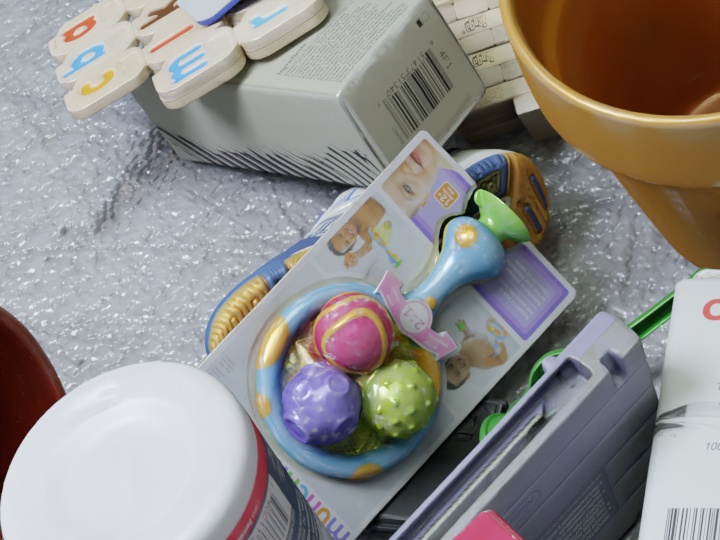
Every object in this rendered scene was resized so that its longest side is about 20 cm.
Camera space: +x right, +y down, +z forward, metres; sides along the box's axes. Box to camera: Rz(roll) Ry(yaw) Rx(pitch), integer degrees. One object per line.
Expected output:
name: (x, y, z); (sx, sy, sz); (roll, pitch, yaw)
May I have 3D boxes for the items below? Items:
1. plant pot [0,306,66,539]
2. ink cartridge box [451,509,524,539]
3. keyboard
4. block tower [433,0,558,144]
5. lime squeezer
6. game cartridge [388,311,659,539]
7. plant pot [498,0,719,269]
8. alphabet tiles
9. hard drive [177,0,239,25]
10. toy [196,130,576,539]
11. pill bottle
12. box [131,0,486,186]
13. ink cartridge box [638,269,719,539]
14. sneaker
plant pot: (-0.264, 0.124, 1.368); (0.194, 0.201, 0.202); (-8, 53, 25)
ink cartridge box: (0.104, 0.218, 1.182); (0.084, 0.145, 0.200); (-40, 52, -9)
keyboard: (-0.020, 0.073, 1.414); (0.199, 0.021, 0.128); (5, 59, 22)
block tower: (0.056, -0.165, 1.489); (0.057, 0.054, 0.201); (-18, 74, 11)
lime squeezer: (0.093, 0.075, 1.347); (0.200, 0.038, 0.070); (-45, 27, -17)
game cartridge: (0.063, 0.125, 1.274); (0.038, 0.130, 0.200); (36, 73, 28)
plant pot: (0.184, -0.097, 1.355); (0.199, 0.184, 0.201); (-9, 54, 13)
alphabet tiles: (-0.077, -0.150, 1.500); (0.195, 0.015, 0.200); (-31, 29, 3)
hard drive: (-0.030, -0.226, 1.491); (0.132, 0.025, 0.201); (-38, 23, 31)
toy: (0.009, 0.040, 1.343); (0.200, 0.115, 0.047); (-47, 10, -17)
pill bottle: (-0.068, 0.144, 1.259); (0.119, 0.200, 0.120); (-13, 48, 16)
box: (-0.033, -0.099, 1.465); (0.082, 0.069, 0.199); (-48, 32, -21)
ink cartridge box: (0.208, 0.104, 1.265); (0.143, 0.084, 0.201); (-1, 57, 21)
sneaker: (0.000, 0.000, 1.418); (0.199, 0.076, 0.088); (-27, 23, -22)
